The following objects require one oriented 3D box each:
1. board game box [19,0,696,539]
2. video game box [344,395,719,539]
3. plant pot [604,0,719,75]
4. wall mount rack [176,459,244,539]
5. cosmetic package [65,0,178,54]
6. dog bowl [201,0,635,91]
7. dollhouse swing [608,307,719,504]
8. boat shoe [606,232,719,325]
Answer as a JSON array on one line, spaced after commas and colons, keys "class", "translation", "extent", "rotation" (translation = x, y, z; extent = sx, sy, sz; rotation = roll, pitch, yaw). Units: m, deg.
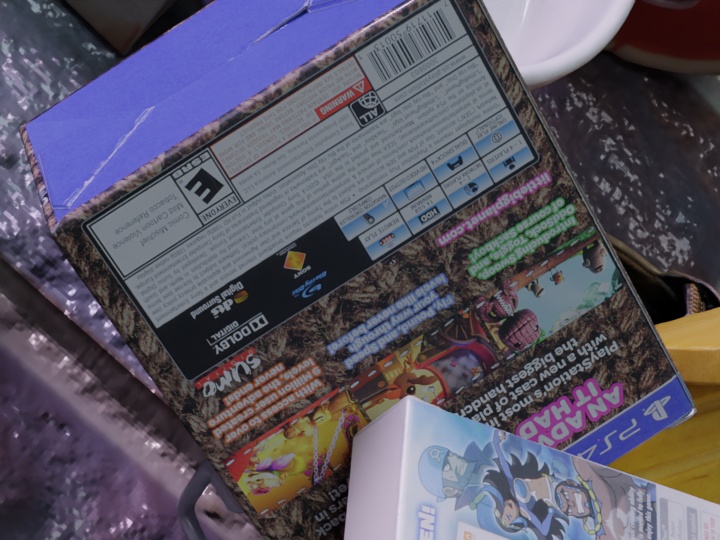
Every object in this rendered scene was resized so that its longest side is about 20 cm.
[{"class": "board game box", "translation": [0.000, 0.000, 0.747], "extent": [0.159, 0.097, 0.201], "rotation": [-31, 119, 0]}, {"class": "video game box", "translation": [0.075, 0.162, 0.687], "extent": [0.181, 0.047, 0.201], "rotation": [22, 56, -25]}, {"class": "plant pot", "translation": [0.163, -0.202, 0.977], "extent": [0.199, 0.200, 0.179], "rotation": [22, 71, -19]}, {"class": "wall mount rack", "translation": [-0.067, 0.169, 0.747], "extent": [0.199, 0.075, 0.175], "rotation": [-20, 73, -33]}, {"class": "cosmetic package", "translation": [-0.130, -0.203, 0.870], "extent": [0.200, 0.087, 0.103], "rotation": [45, 56, -6]}, {"class": "dog bowl", "translation": [0.020, -0.160, 0.843], "extent": [0.199, 0.079, 0.202], "rotation": [12, 69, -33]}, {"class": "dollhouse swing", "translation": [0.215, 0.120, 0.829], "extent": [0.181, 0.175, 0.202], "rotation": [-13, 102, -32]}, {"class": "boat shoe", "translation": [0.131, 0.041, 0.917], "extent": [0.199, 0.072, 0.073], "rotation": [32, 58, -13]}]
